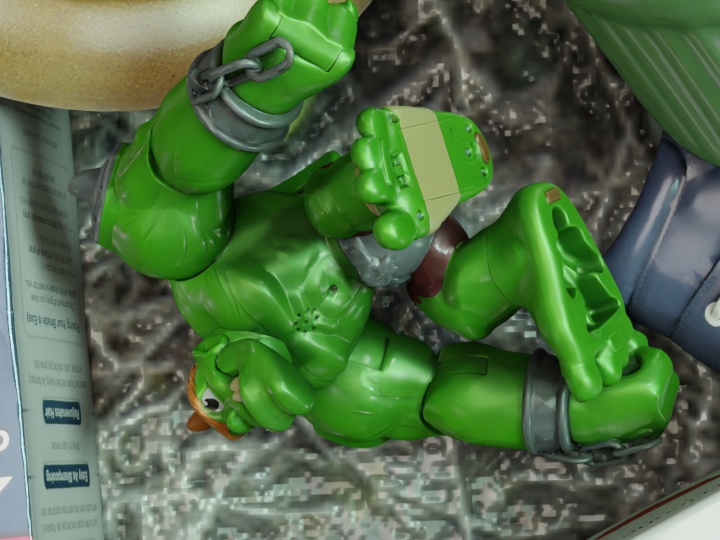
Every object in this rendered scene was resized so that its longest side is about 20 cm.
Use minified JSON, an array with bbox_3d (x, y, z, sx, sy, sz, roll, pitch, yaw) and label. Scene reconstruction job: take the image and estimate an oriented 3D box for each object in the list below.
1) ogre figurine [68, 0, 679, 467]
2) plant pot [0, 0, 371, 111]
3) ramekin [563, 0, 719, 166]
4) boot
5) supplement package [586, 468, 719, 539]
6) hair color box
[{"bbox_3d":[0.000,0.000,0.805,0.120,0.200,0.099,-19,62,36],"label":"ogre figurine"},{"bbox_3d":[-0.080,-0.138,0.831,0.199,0.028,0.201,3,56,-5],"label":"plant pot"},{"bbox_3d":[0.144,-0.121,0.774,0.200,0.200,0.098,-34,126,4],"label":"ramekin"},{"bbox_3d":[0.152,-0.058,0.828,0.090,0.073,0.201,28,86,10],"label":"boot"},{"bbox_3d":[0.095,0.130,0.759,0.121,0.200,0.120,-29,84,4],"label":"supplement package"},{"bbox_3d":[-0.124,0.035,0.841,0.060,0.100,0.201,-6,85,7],"label":"hair color box"}]
